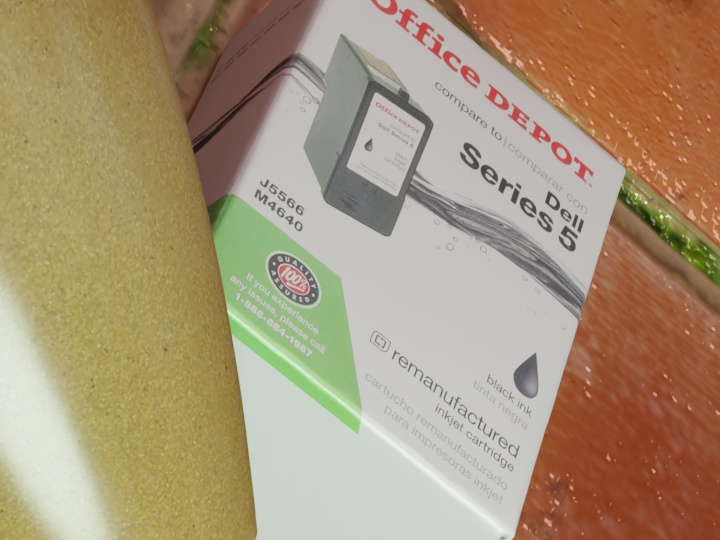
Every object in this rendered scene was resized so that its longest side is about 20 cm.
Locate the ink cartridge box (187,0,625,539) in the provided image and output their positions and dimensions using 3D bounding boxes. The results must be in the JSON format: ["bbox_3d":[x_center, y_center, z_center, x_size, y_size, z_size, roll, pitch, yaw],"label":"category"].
[{"bbox_3d":[0.000,0.000,1.027,0.145,0.084,0.201,38,42,-16],"label":"ink cartridge box"}]

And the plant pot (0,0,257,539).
[{"bbox_3d":[-0.114,0.011,0.858,0.186,0.186,0.201,-35,101,-50],"label":"plant pot"}]
